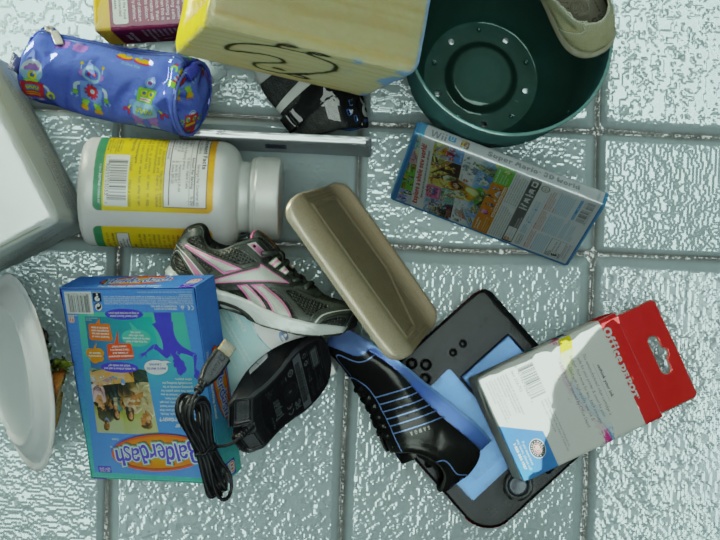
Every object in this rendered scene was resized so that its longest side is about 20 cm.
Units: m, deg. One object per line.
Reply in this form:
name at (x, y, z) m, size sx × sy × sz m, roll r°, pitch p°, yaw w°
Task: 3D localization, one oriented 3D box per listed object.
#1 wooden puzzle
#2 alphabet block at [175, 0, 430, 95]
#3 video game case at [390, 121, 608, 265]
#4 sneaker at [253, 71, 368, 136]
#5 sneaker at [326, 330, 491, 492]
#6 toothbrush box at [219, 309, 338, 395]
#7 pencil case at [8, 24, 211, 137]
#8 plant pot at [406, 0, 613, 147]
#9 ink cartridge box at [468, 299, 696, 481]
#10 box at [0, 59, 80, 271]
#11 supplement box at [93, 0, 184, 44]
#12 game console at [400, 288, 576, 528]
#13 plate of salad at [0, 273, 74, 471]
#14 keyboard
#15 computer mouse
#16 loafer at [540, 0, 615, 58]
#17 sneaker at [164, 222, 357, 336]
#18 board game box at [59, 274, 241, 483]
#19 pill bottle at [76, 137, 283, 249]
wooden puzzle at (0.000, 0.000, 1.607) m, size 0.037 × 0.200 × 0.185 m, roll -36°, pitch 89°, yaw 15°
alphabet block at (-0.048, -0.287, 1.510) m, size 0.199 × 0.195 × 0.197 m, roll 11°, pitch 85°, yaw -14°
video game case at (0.136, -0.075, 1.633) m, size 0.199 × 0.143 × 0.018 m, roll 21°, pitch 64°, yaw 0°
sneaker at (0.000, -0.209, 1.671) m, size 0.200 × 0.073 × 0.112 m, roll -30°, pitch 93°, yaw 9°
sneaker at (0.035, 0.141, 1.636) m, size 0.200 × 0.070 × 0.078 m, roll 38°, pitch 81°, yaw -1°
toothbrush box at (-0.143, 0.090, 1.659) m, size 0.200 × 0.085 × 0.147 m, roll -31°, pitch 89°, yaw 1°
pencil case at (-0.251, -0.196, 1.641) m, size 0.199 × 0.078 × 0.087 m, roll 14°, pitch 130°, yaw 15°
plant pot at (0.135, -0.212, 1.611) m, size 0.200 × 0.161 × 0.201 m, roll 1°, pitch 81°, yaw -5°
ink cartridge box at (0.225, 0.120, 1.648) m, size 0.200 × 0.067 × 0.116 m, roll -24°, pitch 88°, yaw -6°
box at (-0.412, -0.091, 1.619) m, size 0.200 × 0.171 × 0.199 m, roll -27°, pitch 89°, yaw 0°
supplement box at (-0.170, -0.306, 1.652) m, size 0.199 × 0.103 × 0.131 m, roll -2°, pitch 90°, yaw 1°
game console at (0.130, 0.147, 1.684) m, size 0.177 × 0.031 × 0.200 m, roll -41°, pitch 90°, yaw 1°
plate of salad at (-0.331, 0.101, 1.620) m, size 0.048 × 0.200 × 0.201 m, roll -10°, pitch 90°, yaw -28°
keyboard at (-0.088, -0.132, 1.674) m, size 0.199 × 0.056 × 0.011 m, roll 3°, pitch 81°, yaw 1°
computer mouse at (-0.109, 0.108, 1.540) m, size 0.046 × 0.141 × 0.200 m, roll 15°, pitch 48°, yaw 35°
loafer at (0.184, -0.297, 1.513) m, size 0.076 × 0.068 × 0.200 m, roll -31°, pitch 86°, yaw -10°
sneaker at (-0.094, 0.007, 1.576) m, size 0.199 × 0.080 × 0.087 m, roll 15°, pitch 95°, yaw 0°
board game box at (-0.203, 0.106, 1.571) m, size 0.152 × 0.045 × 0.201 m, roll 0°, pitch 106°, yaw 22°
pill bottle at (-0.180, -0.077, 1.647) m, size 0.199 × 0.113 × 0.113 m, roll 2°, pitch 90°, yaw 1°
